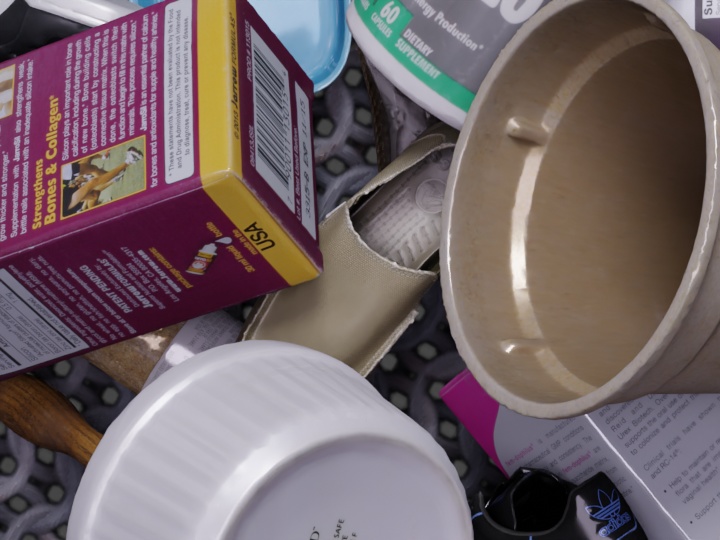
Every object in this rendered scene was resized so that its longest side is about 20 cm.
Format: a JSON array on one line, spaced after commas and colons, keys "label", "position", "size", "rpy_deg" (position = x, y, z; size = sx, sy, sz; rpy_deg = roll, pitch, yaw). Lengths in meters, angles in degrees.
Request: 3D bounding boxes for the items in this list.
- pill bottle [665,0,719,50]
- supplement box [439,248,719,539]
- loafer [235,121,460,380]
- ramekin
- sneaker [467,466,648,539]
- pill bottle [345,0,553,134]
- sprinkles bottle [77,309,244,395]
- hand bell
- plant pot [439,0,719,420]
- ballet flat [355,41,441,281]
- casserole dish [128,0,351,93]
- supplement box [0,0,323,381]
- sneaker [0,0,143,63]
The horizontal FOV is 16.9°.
[{"label": "pill bottle", "position": [0.227, -0.122, 1.235], "size": [0.199, 0.112, 0.113], "rpy_deg": [-3, 90, 21]}, {"label": "supplement box", "position": [0.151, 0.097, 1.244], "size": [0.103, 0.101, 0.200], "rpy_deg": [-39, 88, -31]}, {"label": "loafer", "position": [0.000, 0.000, 1.240], "size": [0.076, 0.067, 0.200], "rpy_deg": [36, 87, 6]}, {"label": "ramekin", "position": [-0.034, 0.141, 1.165], "size": [0.202, 0.094, 0.203], "rpy_deg": [-10, 107, -34]}, {"label": "sneaker", "position": [0.074, 0.140, 1.235], "size": [0.070, 0.200, 0.078], "rpy_deg": [-28, 102, -37]}, {"label": "pill bottle", "position": [0.092, -0.170, 1.199], "size": [0.113, 0.113, 0.200], "rpy_deg": [39, 108, 4]}, {"label": "sprinkles bottle", "position": [-0.058, 0.070, 1.296], "size": [0.200, 0.068, 0.068], "rpy_deg": [35, 93, 4]}, {"label": "hand bell", "position": [-0.135, 0.100, 1.281], "size": [0.200, 0.104, 0.104], "rpy_deg": [28, 93, 33]}, {"label": "plant pot", "position": [0.168, -0.017, 1.146], "size": [0.183, 0.200, 0.201], "rpy_deg": [11, 92, -32]}, {"label": "ballet flat", "position": [0.034, -0.094, 1.303], "size": [0.067, 0.046, 0.201], "rpy_deg": [-6, 85, 2]}, {"label": "casserole dish", "position": [-0.067, -0.177, 1.309], "size": [0.121, 0.039, 0.201], "rpy_deg": [-7, 91, 7]}, {"label": "supplement box", "position": [-0.129, -0.042, 1.233], "size": [0.199, 0.103, 0.131], "rpy_deg": [-17, 52, 19]}, {"label": "sneaker", "position": [-0.208, -0.109, 1.303], "size": [0.199, 0.073, 0.112], "rpy_deg": [15, 96, 22]}]
